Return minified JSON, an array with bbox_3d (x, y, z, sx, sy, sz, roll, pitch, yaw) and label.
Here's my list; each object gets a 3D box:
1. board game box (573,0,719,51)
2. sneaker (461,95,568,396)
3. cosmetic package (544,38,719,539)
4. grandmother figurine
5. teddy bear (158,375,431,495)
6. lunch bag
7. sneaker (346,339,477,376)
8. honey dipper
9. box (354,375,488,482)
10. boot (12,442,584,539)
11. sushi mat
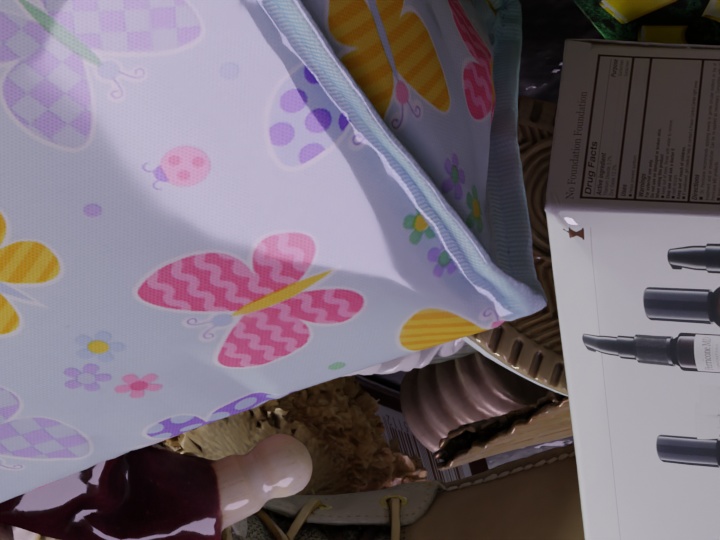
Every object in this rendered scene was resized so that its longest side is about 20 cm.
[{"bbox_3d":[0.085,-0.085,0.625,0.105,0.024,0.200,-22,132,28],"label":"board game box"},{"bbox_3d":[0.082,0.012,0.825,0.200,0.071,0.112,24,174,-8],"label":"sneaker"},{"bbox_3d":[0.091,0.028,0.702,0.082,0.051,0.200,4,146,12],"label":"cosmetic package"},{"bbox_3d":[-0.065,0.023,0.751,0.200,0.121,0.061,-49,-173,8],"label":"grandmother figurine"},{"bbox_3d":[-0.071,0.087,0.951,0.145,0.067,0.200,30,119,-3],"label":"teddy bear"},{"bbox_3d":[-0.077,-0.061,0.603,0.169,0.127,0.200,-22,134,20],"label":"lunch bag"},{"bbox_3d":[0.000,0.000,0.850,0.200,0.075,0.081,1,164,-37],"label":"sneaker"},{"bbox_3d":[0.084,0.001,0.939,0.038,0.038,0.200,6,148,-38],"label":"honey dipper"},{"bbox_3d":[-0.056,0.109,1.058,0.200,0.075,0.100,-27,153,24],"label":"box"},{"bbox_3d":[-0.029,0.075,0.833,0.200,0.072,0.155,-28,130,29],"label":"boot"},{"bbox_3d":[0.105,0.031,0.976,0.096,0.012,0.200,-29,169,28],"label":"sushi mat"}]
